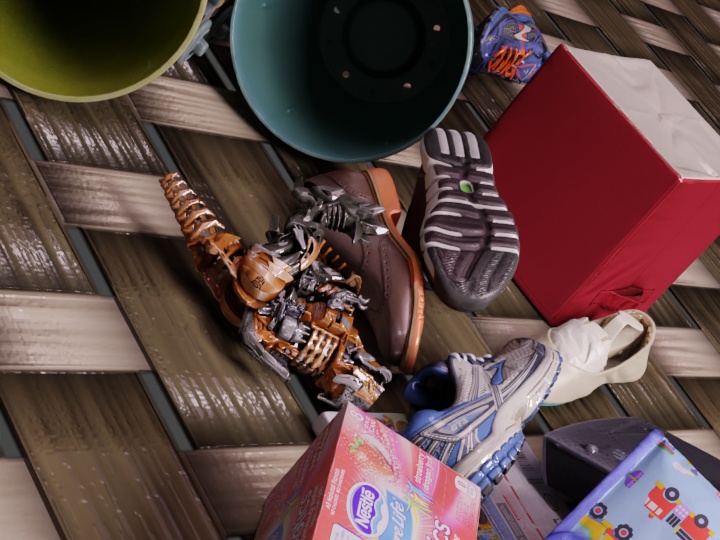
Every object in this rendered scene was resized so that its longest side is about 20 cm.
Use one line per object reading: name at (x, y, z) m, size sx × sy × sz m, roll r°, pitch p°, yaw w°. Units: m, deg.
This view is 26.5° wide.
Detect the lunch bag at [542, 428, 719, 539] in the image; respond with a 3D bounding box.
lunch bag at (0.162, 0.225, 0.947) m, size 0.200 × 0.094 × 0.151 m, roll -37°, pitch 72°, yaw -28°

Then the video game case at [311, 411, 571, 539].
video game case at (0.071, 0.157, 1.041) m, size 0.199 × 0.018 × 0.144 m, roll 7°, pitch 42°, yaw -46°

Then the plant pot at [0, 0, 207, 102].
plant pot at (-0.209, -0.244, 1.142) m, size 0.187 × 0.188 × 0.200 m, roll 29°, pitch 16°, yaw -19°

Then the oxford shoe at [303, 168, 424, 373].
oxford shoe at (0.000, 0.000, 1.152) m, size 0.072 × 0.072 × 0.201 m, roll 1°, pitch 40°, yaw -16°

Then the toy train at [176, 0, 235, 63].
toy train at (-0.127, -0.250, 1.290) m, size 0.085 × 0.114 × 0.200 m, roll 39°, pitch 27°, yaw -1°

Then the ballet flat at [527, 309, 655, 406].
ballet flat at (0.190, 0.064, 1.273) m, size 0.070 × 0.070 × 0.200 m, roll 50°, pitch 30°, yaw 20°

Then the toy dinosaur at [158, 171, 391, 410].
toy dinosaur at (-0.052, 0.004, 1.044) m, size 0.201 × 0.102 × 0.136 m, roll 57°, pitch 42°, yaw -12°

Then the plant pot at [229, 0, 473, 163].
plant pot at (0.007, -0.199, 1.305) m, size 0.200 × 0.201 × 0.161 m, roll 41°, pitch 15°, yaw 3°

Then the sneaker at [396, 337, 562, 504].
sneaker at (0.079, 0.085, 1.060) m, size 0.085 × 0.077 × 0.200 m, roll 36°, pitch 27°, yaw 2°

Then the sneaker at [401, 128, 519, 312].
sneaker at (0.071, -0.011, 1.189) m, size 0.075 × 0.116 × 0.201 m, roll 11°, pitch 40°, yaw -8°

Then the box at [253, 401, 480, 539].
box at (-0.007, 0.179, 0.829) m, size 0.102 × 0.095 × 0.200 m, roll 34°, pitch 28°, yaw -11°

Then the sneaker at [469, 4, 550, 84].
sneaker at (0.165, -0.244, 1.689) m, size 0.078 × 0.075 × 0.200 m, roll 47°, pitch 30°, yaw 6°

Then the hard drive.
hard drive at (0.219, 0.157, 1.140) m, size 0.134 × 0.043 × 0.200 m, roll 28°, pitch 12°, yaw 27°

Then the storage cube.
storage cube at (0.221, -0.075, 1.393) m, size 0.170 × 0.180 × 0.200 m, roll -1°, pitch 47°, yaw -51°
